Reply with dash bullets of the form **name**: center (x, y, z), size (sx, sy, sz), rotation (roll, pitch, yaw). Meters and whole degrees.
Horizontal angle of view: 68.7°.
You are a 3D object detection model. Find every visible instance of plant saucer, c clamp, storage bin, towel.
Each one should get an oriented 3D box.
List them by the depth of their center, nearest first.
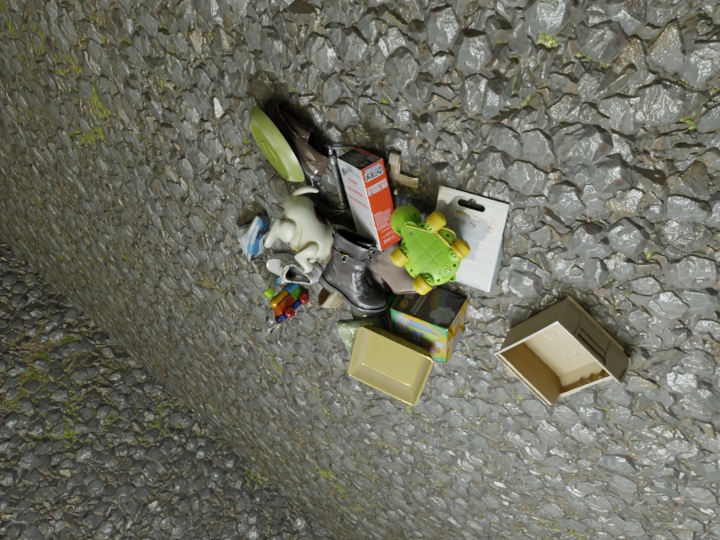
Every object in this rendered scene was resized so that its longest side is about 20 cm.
- **storage bin**: center (0.439, 0.187, 1.152), size (0.198, 0.094, 0.200), rotation (43, 141, -2)
- **plant saucer**: center (-0.202, -0.285, 1.228), size (0.201, 0.031, 0.200), rotation (50, 170, 12)
- **c clamp**: center (-0.074, -0.213, 1.265), size (0.168, 0.027, 0.203), rotation (16, 134, 28)
- **plant saucer**: center (0.076, 0.226, 1.311), size (0.196, 0.049, 0.203), rotation (24, 134, 11)
- **towel**: center (0.029, 0.204, 1.380), size (0.145, 0.037, 0.203), rotation (-8, 122, 27)

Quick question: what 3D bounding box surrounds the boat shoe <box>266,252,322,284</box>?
- **boat shoe**: center (-0.204, -0.001, 1.527), size (0.196, 0.069, 0.072), rotation (10, 121, 31)

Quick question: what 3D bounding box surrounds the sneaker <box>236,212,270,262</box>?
- **sneaker**: center (-0.324, -0.109, 1.536), size (0.086, 0.075, 0.201), rotation (42, 141, 8)

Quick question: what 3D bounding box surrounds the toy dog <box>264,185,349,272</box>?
- **toy dog**: center (-0.107, -0.092, 1.304), size (0.197, 0.140, 0.197), rotation (29, 100, -2)

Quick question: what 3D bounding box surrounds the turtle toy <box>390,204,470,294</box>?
- **turtle toy**: center (0.137, -0.056, 1.118), size (0.145, 0.101, 0.201), rotation (-42, 82, 15)

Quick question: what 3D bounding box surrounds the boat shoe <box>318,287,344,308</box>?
- **boat shoe**: center (-0.046, 0.039, 1.451), size (0.063, 0.073, 0.200), rotation (17, 140, -28)

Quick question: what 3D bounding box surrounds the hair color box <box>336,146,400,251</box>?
- **hair color box**: center (0.020, -0.159, 1.178), size (0.111, 0.063, 0.203), rotation (39, 153, 50)

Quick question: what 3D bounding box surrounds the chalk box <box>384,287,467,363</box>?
- **chalk box**: center (0.149, 0.116, 1.306), size (0.196, 0.125, 0.126), rotation (19, 136, 27)

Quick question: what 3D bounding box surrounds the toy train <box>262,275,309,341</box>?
- **toy train**: center (-0.252, 0.101, 1.566), size (0.117, 0.200, 0.084), rotation (52, 140, -8)

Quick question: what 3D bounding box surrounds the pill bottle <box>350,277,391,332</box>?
- **pill bottle**: center (0.036, 0.126, 1.415), size (0.110, 0.113, 0.203), rotation (7, 129, 34)

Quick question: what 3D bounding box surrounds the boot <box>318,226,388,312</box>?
- **boot**: center (0.000, 0.000, 1.226), size (0.196, 0.070, 0.176), rotation (25, 132, -5)

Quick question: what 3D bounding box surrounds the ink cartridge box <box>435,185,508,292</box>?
- **ink cartridge box**: center (0.233, -0.071, 1.143), size (0.160, 0.057, 0.205), rotation (20, 116, 25)

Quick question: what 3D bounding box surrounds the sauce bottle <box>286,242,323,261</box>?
- **sauce bottle**: center (-0.104, -0.062, 1.400), size (0.196, 0.066, 0.067), rotation (20, 137, 25)

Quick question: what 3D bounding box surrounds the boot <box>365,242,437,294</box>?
- **boot**: center (0.085, -0.023, 1.267), size (0.196, 0.070, 0.150), rotation (-6, 102, 33)

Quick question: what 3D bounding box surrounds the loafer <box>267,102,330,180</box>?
- **loafer**: center (-0.134, -0.306, 1.203), size (0.070, 0.073, 0.202), rotation (-36, 92, 20)

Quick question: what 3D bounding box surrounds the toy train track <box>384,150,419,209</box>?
- **toy train track**: center (0.071, -0.168, 1.181), size (0.113, 0.033, 0.203), rotation (22, 138, 23)
